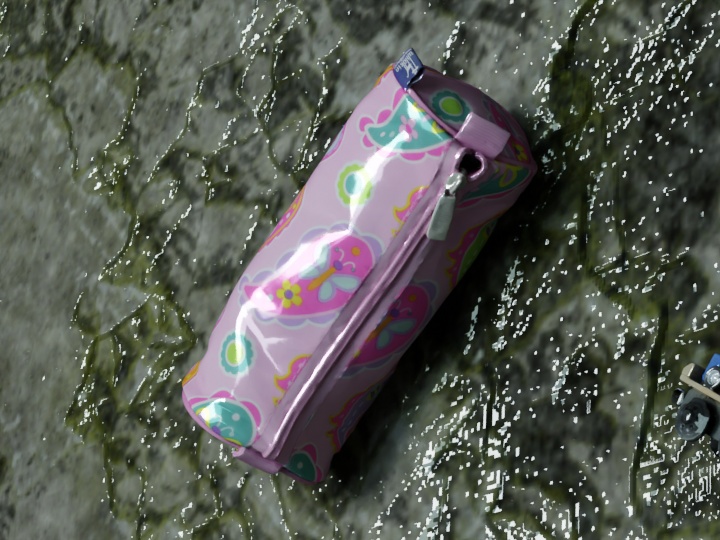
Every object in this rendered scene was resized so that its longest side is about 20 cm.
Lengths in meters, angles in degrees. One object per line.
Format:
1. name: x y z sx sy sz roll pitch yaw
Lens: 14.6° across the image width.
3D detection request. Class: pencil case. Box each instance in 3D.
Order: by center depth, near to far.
1. pencil case: 0.000 0.000 1.282 0.200 0.087 0.087 -55 39 17

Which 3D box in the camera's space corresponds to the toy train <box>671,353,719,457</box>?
1. toy train: 0.186 0.072 1.060 0.200 0.034 0.046 28 92 52
